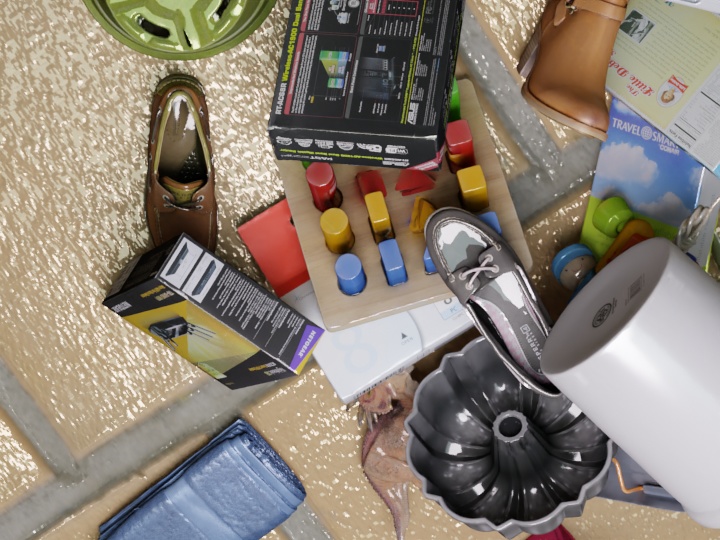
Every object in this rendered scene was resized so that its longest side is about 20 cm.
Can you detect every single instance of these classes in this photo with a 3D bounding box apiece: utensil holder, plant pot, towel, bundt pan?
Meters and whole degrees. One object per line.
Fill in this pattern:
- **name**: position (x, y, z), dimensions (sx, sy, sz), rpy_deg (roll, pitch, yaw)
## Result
- **utensil holder**: position (0.277, 0.094, 1.521), dimensions (0.200, 0.170, 0.170), rpy_deg (41, 100, -12)
- **plant pot**: position (-0.159, -0.264, 1.542), dimensions (0.200, 0.190, 0.200), rpy_deg (-1, 108, -5)
- **towel**: position (-0.160, 0.247, 1.771), dimensions (0.200, 0.049, 0.112), rpy_deg (-39, 106, 6)
- **bundt pan**: position (0.145, 0.160, 1.637), dimensions (0.202, 0.202, 0.076), rpy_deg (-23, 145, 2)

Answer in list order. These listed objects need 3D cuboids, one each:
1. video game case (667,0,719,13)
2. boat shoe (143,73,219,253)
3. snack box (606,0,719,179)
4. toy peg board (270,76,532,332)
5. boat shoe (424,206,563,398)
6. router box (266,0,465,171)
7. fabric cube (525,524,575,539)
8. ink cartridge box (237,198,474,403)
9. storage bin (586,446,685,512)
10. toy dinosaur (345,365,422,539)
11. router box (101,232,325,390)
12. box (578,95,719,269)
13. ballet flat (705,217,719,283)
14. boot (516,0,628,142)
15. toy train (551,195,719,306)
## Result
- **video game case**: position (0.245, -0.297, 1.566), dimensions (0.182, 0.200, 0.022), rpy_deg (12, 127, -8)
- **boat shoe**: position (-0.171, -0.081, 1.659), dimensions (0.072, 0.068, 0.200), rpy_deg (-6, 108, -5)
- **snack box**: position (0.298, -0.179, 1.610), dimensions (0.116, 0.200, 0.037), rpy_deg (-50, 140, 8)
- **toy peg board**: position (0.033, -0.074, 1.613), dimensions (0.200, 0.098, 0.199), rpy_deg (-17, 71, 1)
- **boat shoe**: position (0.127, 0.029, 1.565), dimensions (0.067, 0.057, 0.200), rpy_deg (-35, 107, 3)
- **router box**: position (0.009, -0.189, 1.572), dimensions (0.150, 0.062, 0.200), rpy_deg (6, 65, 9)
- **fabric cube**: position (0.195, 0.407, 1.773), dimensions (0.196, 0.199, 0.200), rpy_deg (-40, 106, 8)
- **ink cartridge box**: position (0.000, 0.000, 1.660), dimensions (0.160, 0.047, 0.200), rpy_deg (-32, 82, -4)
- **storage bin**: position (0.269, 0.144, 1.700), dimensions (0.146, 0.200, 0.134), rpy_deg (-12, 103, -48)
- **toy dinosaur**: position (0.036, 0.165, 1.747), dimensions (0.135, 0.086, 0.200), rpy_deg (14, 109, -9)
- **router box**: position (-0.140, 0.042, 1.634), dimensions (0.157, 0.200, 0.052), rpy_deg (35, 72, -13)
- **box**: position (0.277, -0.060, 1.681), dimensions (0.048, 0.122, 0.200), rpy_deg (-8, 114, -47)
- **ballet flat**: position (0.328, 0.028, 1.742), dimensions (0.067, 0.067, 0.200), rpy_deg (-8, 107, -17)
- **boot**: position (0.208, -0.212, 1.582), dimensions (0.074, 0.200, 0.155), rpy_deg (24, 112, -23)
- **toy train**: position (0.257, -0.028, 1.630), dimensions (0.085, 0.116, 0.200), rpy_deg (10, 123, -36)
